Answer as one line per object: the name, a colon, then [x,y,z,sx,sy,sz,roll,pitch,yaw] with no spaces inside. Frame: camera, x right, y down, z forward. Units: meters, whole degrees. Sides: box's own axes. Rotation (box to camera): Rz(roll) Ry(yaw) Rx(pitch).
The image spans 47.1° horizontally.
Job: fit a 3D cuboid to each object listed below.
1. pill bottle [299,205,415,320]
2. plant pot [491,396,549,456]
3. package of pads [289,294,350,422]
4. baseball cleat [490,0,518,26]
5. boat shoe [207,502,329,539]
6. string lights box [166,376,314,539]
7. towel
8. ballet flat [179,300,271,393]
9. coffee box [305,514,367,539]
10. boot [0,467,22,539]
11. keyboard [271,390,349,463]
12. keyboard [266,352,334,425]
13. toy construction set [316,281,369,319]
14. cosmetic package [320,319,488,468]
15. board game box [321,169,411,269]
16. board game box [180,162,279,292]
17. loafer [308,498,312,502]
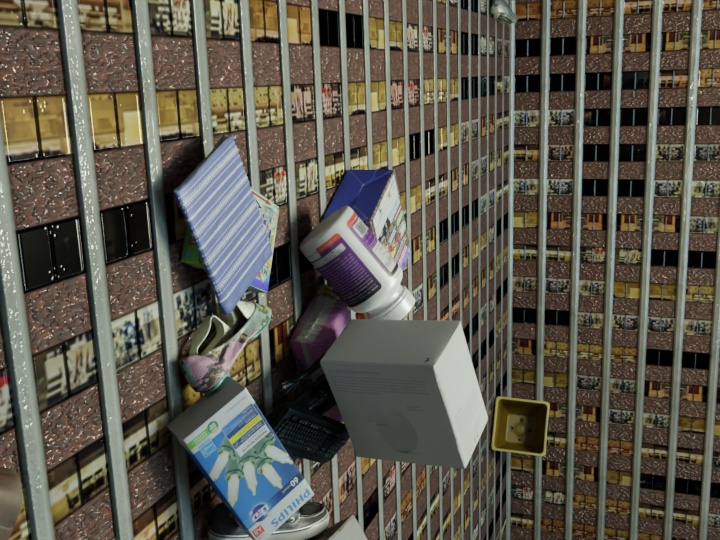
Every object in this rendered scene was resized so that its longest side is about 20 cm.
pill bottle: [0.000,0.000,1.388,0.200,0.111,0.111,50,35,-12]
plant pot: [0.596,0.585,3.079,0.200,0.193,0.196,52,45,-73]
package of pads: [-0.054,0.154,1.436,0.121,0.075,0.200,-59,145,-43]
baseball cleat: [0.475,-0.866,2.703,0.200,0.069,0.107,-18,110,-69]
boat shoe: [-0.128,0.350,1.195,0.199,0.070,0.067,4,98,-35]
string lights box: [-0.154,0.250,1.085,0.103,0.059,0.200,-39,119,-22]
towel: [-0.178,-0.059,1.086,0.145,0.024,0.200,-61,145,-45]
ballet flat: [-0.182,0.084,1.120,0.071,0.069,0.200,63,32,-20]
coffee box: [-0.088,0.451,1.206,0.080,0.200,0.114,59,20,7]
boot: [-0.363,0.238,0.664,0.200,0.064,0.187,60,40,-63]
keyboard: [-0.068,0.249,1.339,0.127,0.021,0.200,-56,145,-1]
keyboard: [-0.079,0.194,1.335,0.200,0.021,0.127,-35,137,-31]
toy construction set: [-0.002,0.088,1.509,0.092,0.131,0.201,47,-25,51]
cosmetic package: [0.072,0.189,1.303,0.123,0.199,0.200,-53,133,-46]
board game box: [0.016,-0.065,1.561,0.160,0.097,0.200,-66,151,-44]
board game box: [-0.176,-0.054,1.152,0.200,0.029,0.135,32,62,-67]
loafer: [-0.120,0.335,1.288,0.200,0.075,0.070,64,33,-50]
